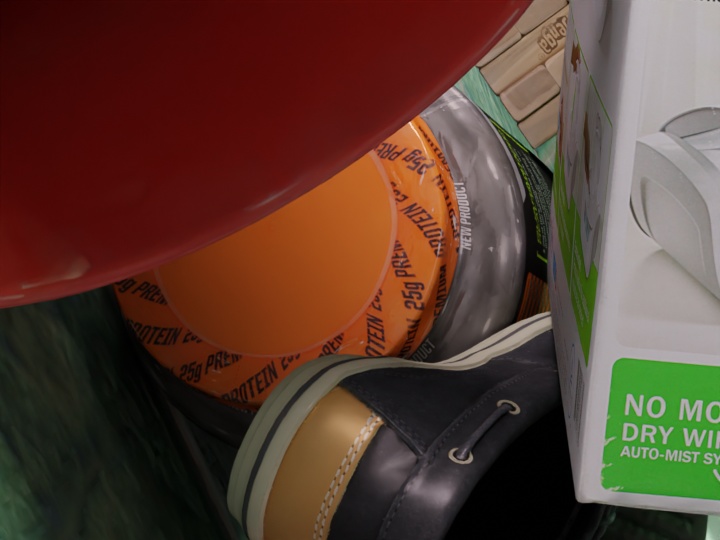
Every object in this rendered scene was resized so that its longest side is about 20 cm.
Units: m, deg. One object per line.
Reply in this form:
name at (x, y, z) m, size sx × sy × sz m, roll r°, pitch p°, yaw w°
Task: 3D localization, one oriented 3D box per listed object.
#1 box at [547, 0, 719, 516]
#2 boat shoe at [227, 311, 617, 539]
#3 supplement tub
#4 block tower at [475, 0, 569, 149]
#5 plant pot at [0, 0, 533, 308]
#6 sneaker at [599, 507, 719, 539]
box at (0.099, -0.054, 0.692) m, size 0.200 × 0.096 × 0.177 m, roll -82°, pitch 178°, yaw -76°
boat shoe at (0.042, 0.054, 0.748) m, size 0.062 × 0.075 × 0.200 m, roll 28°, pitch 14°, yaw 27°
supplement tub at (0.000, 0.000, 0.845) m, size 0.123 × 0.122 × 0.200 m, roll 68°, pitch 10°, yaw 13°
block tower at (0.082, -0.047, 0.878) m, size 0.200 × 0.058 × 0.054 m, roll 55°, pitch 8°, yaw -4°
plant pot at (-0.071, -0.119, 0.619) m, size 0.178 × 0.200 × 0.200 m, roll 58°, pitch 7°, yaw 21°
sneaker at (0.085, 0.143, 0.798) m, size 0.079 × 0.078 × 0.200 m, roll 39°, pitch 47°, yaw -25°
